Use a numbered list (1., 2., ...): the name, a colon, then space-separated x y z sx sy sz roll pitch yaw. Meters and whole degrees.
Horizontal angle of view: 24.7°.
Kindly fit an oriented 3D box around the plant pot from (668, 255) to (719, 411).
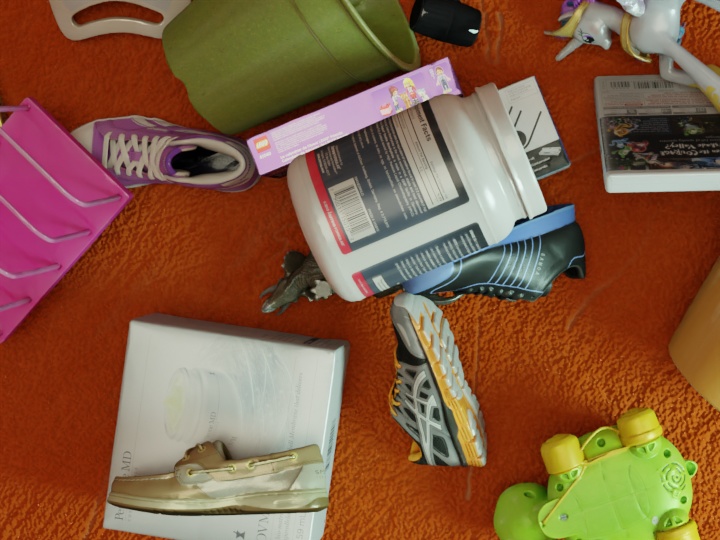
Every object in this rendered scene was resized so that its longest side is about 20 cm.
1. plant pot: 0.388 0.044 1.502 0.200 0.200 0.183 39 110 3

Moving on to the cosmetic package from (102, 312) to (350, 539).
1. cosmetic package: -0.127 0.154 1.573 0.200 0.123 0.199 8 92 6

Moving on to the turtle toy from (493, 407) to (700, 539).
1. turtle toy: 0.221 0.214 1.555 0.200 0.101 0.146 -19 90 6

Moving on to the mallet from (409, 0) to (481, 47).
1. mallet: 0.109 -0.311 1.582 0.066 0.041 0.200 22 85 -15

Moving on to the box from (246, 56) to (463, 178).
1. box: -0.001 -0.140 1.545 0.200 0.137 0.039 -22 90 6

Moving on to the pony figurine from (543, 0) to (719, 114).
1. pony figurine: 0.275 -0.256 1.512 0.200 0.167 0.193 25 119 23

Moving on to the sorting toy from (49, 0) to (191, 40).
1. sorting toy: -0.239 -0.313 1.593 0.200 0.107 0.180 -2 111 5

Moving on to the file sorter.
1. file sorter: -0.344 -0.041 1.535 0.139 0.125 0.200 44 103 4

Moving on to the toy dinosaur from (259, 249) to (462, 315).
1. toy dinosaur: 0.000 0.000 1.576 0.200 0.102 0.077 -4 91 -2

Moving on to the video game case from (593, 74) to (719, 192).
1. video game case: 0.318 -0.129 1.507 0.200 0.182 0.023 -1 125 5

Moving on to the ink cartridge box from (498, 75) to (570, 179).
1. ink cartridge box: 0.092 -0.105 1.584 0.200 0.044 0.094 -22 88 5

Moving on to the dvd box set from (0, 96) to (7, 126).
1. dvd box set: -0.405 -0.088 1.632 0.146 0.029 0.200 -18 90 5

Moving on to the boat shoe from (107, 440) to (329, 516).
1. boat shoe: -0.128 0.186 1.482 0.200 0.074 0.066 -1 79 3

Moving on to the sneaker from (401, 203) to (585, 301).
1. sneaker: 0.129 0.000 1.540 0.200 0.070 0.078 -20 99 -24

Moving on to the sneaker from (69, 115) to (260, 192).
1. sneaker: -0.199 -0.113 1.574 0.200 0.114 0.073 2 93 6

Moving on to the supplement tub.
1. supplement tub: 0.049 -0.070 1.447 0.200 0.140 0.140 -23 90 5

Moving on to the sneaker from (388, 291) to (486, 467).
1. sneaker: 0.059 0.111 1.554 0.077 0.078 0.200 -12 117 16

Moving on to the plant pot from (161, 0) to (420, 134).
1. plant pot: -0.076 -0.225 1.539 0.190 0.200 0.200 -30 89 18
